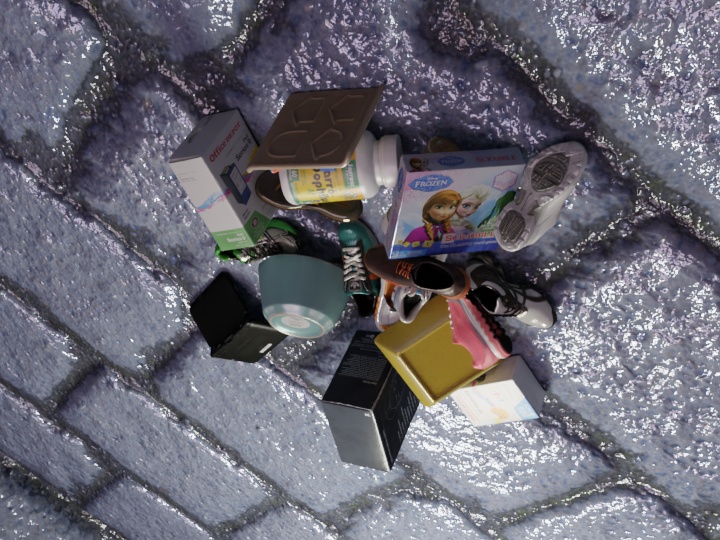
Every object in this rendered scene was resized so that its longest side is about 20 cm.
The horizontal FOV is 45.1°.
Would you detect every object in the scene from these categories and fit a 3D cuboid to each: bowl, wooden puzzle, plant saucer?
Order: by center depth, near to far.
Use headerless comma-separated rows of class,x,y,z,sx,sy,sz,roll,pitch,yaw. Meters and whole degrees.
wooden puzzle,-0.066,-0.217,1.378,0.196,0.187,0.047,-2,137,30
plant saucer,0.158,0.158,1.655,0.198,0.049,0.201,-34,114,10
bowl,-0.114,0.062,1.692,0.196,0.107,0.202,8,155,4

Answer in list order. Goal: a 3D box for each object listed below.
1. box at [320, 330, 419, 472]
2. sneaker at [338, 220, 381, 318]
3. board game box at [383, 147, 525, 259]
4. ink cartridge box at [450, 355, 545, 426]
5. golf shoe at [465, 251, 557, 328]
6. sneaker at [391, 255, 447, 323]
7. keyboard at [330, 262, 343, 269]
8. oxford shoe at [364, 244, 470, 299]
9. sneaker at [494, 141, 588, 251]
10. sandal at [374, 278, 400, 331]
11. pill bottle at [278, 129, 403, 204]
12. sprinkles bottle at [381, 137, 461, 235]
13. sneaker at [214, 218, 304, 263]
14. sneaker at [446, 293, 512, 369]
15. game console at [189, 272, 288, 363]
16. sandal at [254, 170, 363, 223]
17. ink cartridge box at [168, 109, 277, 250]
box,0.027,0.269,1.798,0.122,0.198,0.202,5,134,23
sneaker,0.000,0.000,1.631,0.070,0.080,0.203,-2,126,27
board game box,0.147,-0.105,1.400,0.196,0.042,0.201,-6,141,-13
ink cartridge box,0.257,0.248,1.748,0.198,0.068,0.116,-17,122,39
golf shoe,0.260,0.059,1.542,0.198,0.095,0.078,34,137,-8
sneaker,0.112,0.006,1.538,0.073,0.087,0.203,15,114,-5
keyboard,-0.084,0.002,1.735,0.196,0.011,0.057,10,135,19
oxford shoe,0.088,-0.006,1.473,0.197,0.073,0.072,14,180,25
sneaker,0.293,-0.120,1.370,0.078,0.098,0.201,51,122,25
sandal,0.073,0.052,1.638,0.059,0.079,0.209,38,145,33
pill bottle,-0.029,-0.173,1.442,0.196,0.114,0.114,-4,131,12
sprinkles bottle,0.101,-0.130,1.453,0.067,0.069,0.201,29,135,-2
sneaker,-0.196,-0.044,1.695,0.196,0.086,0.079,-3,130,30
sneaker,0.185,0.088,1.558,0.087,0.073,0.202,-42,68,24
game console,-0.269,0.110,1.938,0.173,0.119,0.200,13,147,-30
sandal,-0.090,-0.140,1.540,0.196,0.083,0.055,19,153,6
ink cartridge box,-0.236,-0.161,1.554,0.086,0.146,0.202,-6,128,32
